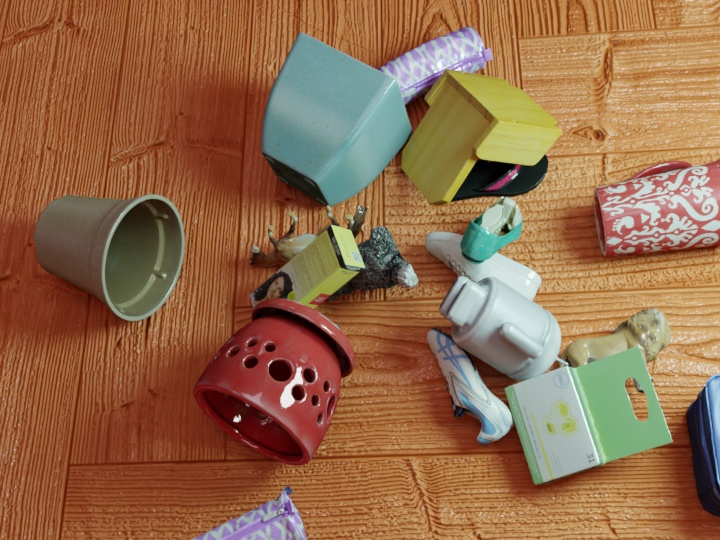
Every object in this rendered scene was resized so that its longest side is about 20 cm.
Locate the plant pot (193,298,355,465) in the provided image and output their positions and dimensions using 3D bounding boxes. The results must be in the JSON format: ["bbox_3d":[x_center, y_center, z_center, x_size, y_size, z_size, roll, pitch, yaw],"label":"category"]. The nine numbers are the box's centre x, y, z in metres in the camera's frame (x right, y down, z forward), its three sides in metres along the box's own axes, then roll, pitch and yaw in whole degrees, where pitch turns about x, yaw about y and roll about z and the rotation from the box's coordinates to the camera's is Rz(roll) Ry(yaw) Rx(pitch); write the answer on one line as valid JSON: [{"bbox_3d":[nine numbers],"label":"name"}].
[{"bbox_3d":[-0.119,0.156,1.471,0.198,0.202,0.184,20,60,16],"label":"plant pot"}]

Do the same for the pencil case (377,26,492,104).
[{"bbox_3d":[0.122,-0.350,1.737,0.198,0.085,0.086,-28,30,-6],"label":"pencil case"}]

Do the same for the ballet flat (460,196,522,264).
[{"bbox_3d":[0.215,-0.074,1.553,0.067,0.071,0.200,32,32,13],"label":"ballet flat"}]

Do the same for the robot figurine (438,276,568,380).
[{"bbox_3d":[0.213,0.087,1.479,0.198,0.170,0.114,31,96,-13],"label":"robot figurine"}]

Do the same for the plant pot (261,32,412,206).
[{"bbox_3d":[-0.054,-0.227,1.657,0.194,0.197,0.202,29,80,19],"label":"plant pot"}]

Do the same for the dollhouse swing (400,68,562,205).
[{"bbox_3d":[0.193,-0.207,1.661,0.179,0.178,0.201,4,31,-28],"label":"dollhouse swing"}]

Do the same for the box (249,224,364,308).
[{"bbox_3d":[-0.085,0.018,1.552,0.199,0.050,0.076,-39,58,28],"label":"box"}]

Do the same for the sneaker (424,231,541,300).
[{"bbox_3d":[0.178,0.006,1.573,0.198,0.073,0.085,25,74,20],"label":"sneaker"}]

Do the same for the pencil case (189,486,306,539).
[{"bbox_3d":[-0.171,0.390,1.421,0.198,0.086,0.085,-28,65,-6],"label":"pencil case"}]

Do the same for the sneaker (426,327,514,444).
[{"bbox_3d":[0.151,0.169,1.500,0.072,0.072,0.201,-34,61,-1],"label":"sneaker"}]

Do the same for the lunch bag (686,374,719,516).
[{"bbox_3d":[0.534,0.245,1.381,0.133,0.133,0.203,-4,63,5],"label":"lunch bag"}]

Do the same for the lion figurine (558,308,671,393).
[{"bbox_3d":[0.369,0.124,1.495,0.196,0.073,0.124,-9,60,5],"label":"lion figurine"}]

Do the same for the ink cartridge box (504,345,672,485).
[{"bbox_3d":[0.320,0.205,1.422,0.198,0.048,0.148,-23,72,23],"label":"ink cartridge box"}]

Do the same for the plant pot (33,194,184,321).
[{"bbox_3d":[-0.415,-0.039,1.615,0.181,0.201,0.203,14,66,26],"label":"plant pot"}]

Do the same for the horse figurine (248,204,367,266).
[{"bbox_3d":[-0.081,-0.051,1.617,0.197,0.133,0.050,-10,58,-13],"label":"horse figurine"}]

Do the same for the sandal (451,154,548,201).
[{"bbox_3d":[0.218,-0.159,1.664,0.197,0.045,0.076,-12,62,1],"label":"sandal"}]

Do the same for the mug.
[{"bbox_3d":[0.472,-0.093,1.579,0.196,0.178,0.136,-9,99,7],"label":"mug"}]

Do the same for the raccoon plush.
[{"bbox_3d":[0.000,0.000,1.547,0.132,0.200,0.098,-25,96,-5],"label":"raccoon plush"}]
